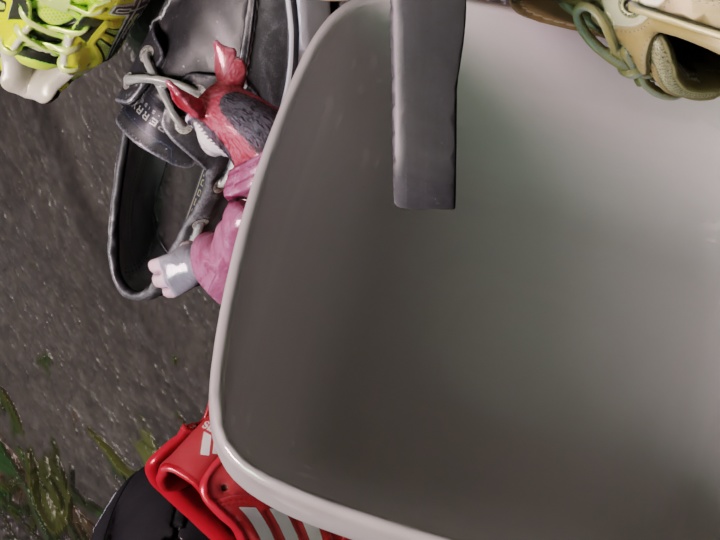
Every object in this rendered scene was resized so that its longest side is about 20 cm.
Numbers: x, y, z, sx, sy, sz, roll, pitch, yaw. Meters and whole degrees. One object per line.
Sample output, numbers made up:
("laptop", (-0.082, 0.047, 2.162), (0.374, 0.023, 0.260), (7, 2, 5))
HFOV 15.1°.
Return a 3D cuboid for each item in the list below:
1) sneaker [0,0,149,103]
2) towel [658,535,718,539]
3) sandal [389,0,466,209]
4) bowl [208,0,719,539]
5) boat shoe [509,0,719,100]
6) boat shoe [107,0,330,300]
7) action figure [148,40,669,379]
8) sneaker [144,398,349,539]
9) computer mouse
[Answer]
("sneaker", (-0.109, -0.119, 1.092), (0.075, 0.076, 0.200), (18, 167, -4))
("towel", (0.125, 0.154, 1.002), (0.200, 0.035, 0.193), (5, 136, 53))
("sandal", (0.031, -0.118, 0.843), (0.043, 0.076, 0.200), (0, 110, 3))
("bowl", (0.056, 0.016, 0.905), (0.200, 0.200, 0.075), (16, 153, 1))
("boat shoe", (0.124, -0.069, 0.854), (0.201, 0.073, 0.063), (16, 87, 32))
("boat shoe", (-0.068, -0.070, 1.125), (0.072, 0.068, 0.200), (43, 136, 27))
("action figure", (0.000, 0.000, 1.003), (0.200, 0.134, 0.149), (43, -173, -14))
("sneaker", (-0.028, 0.038, 1.099), (0.078, 0.115, 0.200), (19, 123, 43))
("computer mouse", (-0.053, 0.128, 1.169), (0.140, 0.200, 0.046), (11, 109, 7))
